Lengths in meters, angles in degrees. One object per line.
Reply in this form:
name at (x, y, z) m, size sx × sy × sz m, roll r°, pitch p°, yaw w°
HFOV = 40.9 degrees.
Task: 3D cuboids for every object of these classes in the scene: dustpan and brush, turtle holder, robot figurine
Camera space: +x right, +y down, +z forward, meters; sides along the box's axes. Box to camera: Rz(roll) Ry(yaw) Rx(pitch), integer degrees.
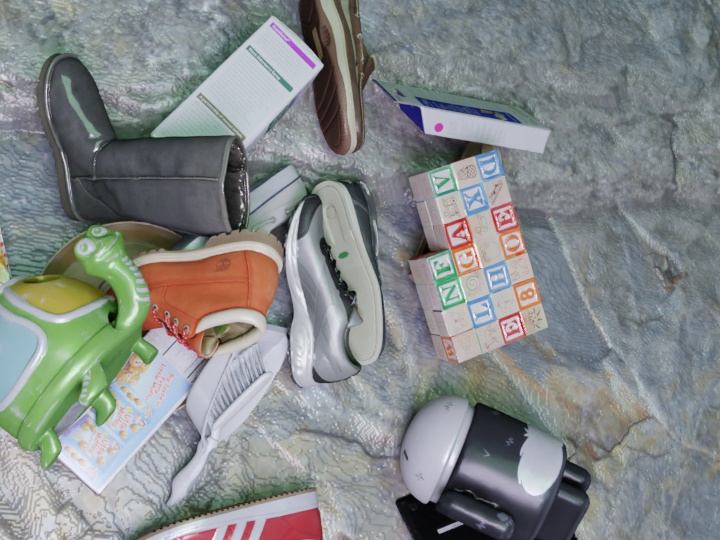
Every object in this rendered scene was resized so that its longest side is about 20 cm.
dustpan and brush at (-0.140, 0.146, 0.959) m, size 0.057 × 0.139 × 0.200 m, roll 44°, pitch 95°, yaw 16°
turtle holder at (-0.262, 0.063, 0.833) m, size 0.131 × 0.186 × 0.141 m, roll 40°, pitch 42°, yaw 4°
robot figurine at (0.138, 0.213, 1.017) m, size 0.198 × 0.150 × 0.126 m, roll 24°, pitch 76°, yaw 5°

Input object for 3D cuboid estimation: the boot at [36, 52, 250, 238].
boot at (-0.204, -0.118, 0.917) m, size 0.072 × 0.198 × 0.184 m, roll -38°, pitch 125°, yaw -50°

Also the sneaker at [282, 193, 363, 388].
sneaker at (-0.038, 0.020, 1.012) m, size 0.078 × 0.074 × 0.203 m, roll -4°, pitch 94°, yaw 9°

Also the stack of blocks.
stack of blocks at (0.115, -0.016, 1.044) m, size 0.114 × 0.059 × 0.202 m, roll -18°, pitch 96°, yaw -17°

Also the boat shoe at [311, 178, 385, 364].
boat shoe at (0.000, 0.000, 1.055) m, size 0.067 × 0.071 × 0.202 m, roll -12°, pitch 91°, yaw -56°

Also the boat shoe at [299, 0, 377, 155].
boat shoe at (-0.012, -0.231, 1.096) m, size 0.074 × 0.075 × 0.205 m, roll -6°, pitch 80°, yaw -26°

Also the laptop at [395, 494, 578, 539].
laptop at (0.147, 0.333, 1.072) m, size 0.176 × 0.104 × 0.201 m, roll -16°, pitch 59°, yaw -24°

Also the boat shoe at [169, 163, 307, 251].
boat shoe at (-0.120, -0.037, 1.003) m, size 0.070 × 0.071 × 0.200 m, roll 58°, pitch 45°, yaw -11°

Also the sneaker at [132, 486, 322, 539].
sneaker at (-0.123, 0.288, 0.943) m, size 0.198 × 0.071 × 0.114 m, roll -9°, pitch 79°, yaw -25°

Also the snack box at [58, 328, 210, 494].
snack box at (-0.212, 0.116, 0.941) m, size 0.072 × 0.024 × 0.200 m, roll 45°, pitch 67°, yaw -9°

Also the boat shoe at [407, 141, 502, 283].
boat shoe at (0.106, -0.068, 1.106) m, size 0.069 × 0.074 × 0.202 m, roll 24°, pitch 72°, yaw -21°

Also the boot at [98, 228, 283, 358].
boot at (-0.167, 0.036, 0.892) m, size 0.075 × 0.198 × 0.108 m, roll 50°, pitch 31°, yaw -47°

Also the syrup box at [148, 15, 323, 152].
syrup box at (-0.135, -0.169, 1.031) m, size 0.081 × 0.079 × 0.200 m, roll 44°, pitch 67°, yaw -6°

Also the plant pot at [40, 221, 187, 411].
plant pot at (-0.231, 0.051, 0.975) m, size 0.198 × 0.027 × 0.202 m, roll 4°, pitch 78°, yaw -21°

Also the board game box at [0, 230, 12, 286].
board game box at (-0.417, 0.050, 0.892) m, size 0.198 × 0.046 × 0.153 m, roll -14°, pitch 84°, yaw -23°

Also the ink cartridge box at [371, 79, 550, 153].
ink cartridge box at (0.113, -0.179, 1.122) m, size 0.198 × 0.095 × 0.037 m, roll 9°, pitch 113°, yaw -20°
